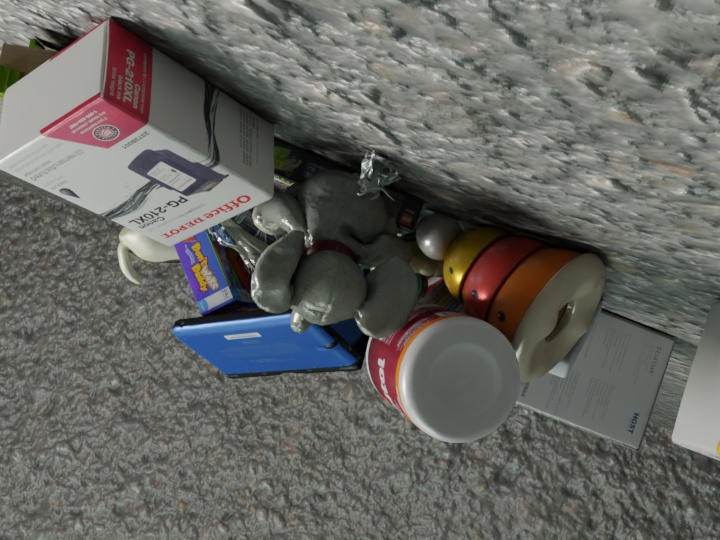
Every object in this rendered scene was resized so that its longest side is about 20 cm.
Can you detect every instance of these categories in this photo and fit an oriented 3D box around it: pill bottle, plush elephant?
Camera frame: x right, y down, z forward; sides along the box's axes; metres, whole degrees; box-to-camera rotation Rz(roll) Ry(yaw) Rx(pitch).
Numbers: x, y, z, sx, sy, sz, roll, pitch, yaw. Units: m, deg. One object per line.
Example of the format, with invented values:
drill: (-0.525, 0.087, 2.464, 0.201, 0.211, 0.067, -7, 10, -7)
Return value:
pill bottle: (0.069, 0.091, 0.857, 0.113, 0.113, 0.200, 22, 179, -12)
plush elephant: (-0.029, -0.006, 0.837, 0.164, 0.155, 0.200, 23, 157, -10)

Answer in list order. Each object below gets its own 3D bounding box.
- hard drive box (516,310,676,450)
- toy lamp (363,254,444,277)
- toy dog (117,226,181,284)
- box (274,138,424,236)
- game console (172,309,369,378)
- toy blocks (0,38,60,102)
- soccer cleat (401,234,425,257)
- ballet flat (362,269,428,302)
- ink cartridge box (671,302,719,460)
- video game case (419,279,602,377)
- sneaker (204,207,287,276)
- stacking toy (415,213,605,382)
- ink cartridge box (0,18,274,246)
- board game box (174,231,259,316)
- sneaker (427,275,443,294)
hard drive box: (0.289, 0.128, 1.160, 0.199, 0.157, 0.077, 22, 174, 0)
toy lamp: (0.105, 0.000, 0.998, 0.199, 0.059, 0.058, 6, 178, -15)
toy dog: (-0.234, -0.048, 1.278, 0.199, 0.195, 0.139, 30, 158, -22)
box: (-0.039, -0.089, 0.943, 0.199, 0.035, 0.110, 22, 174, -10)
game console: (-0.083, 0.056, 1.015, 0.199, 0.119, 0.171, -9, 142, 33)
toy blocks: (-0.262, -0.163, 0.868, 0.136, 0.100, 0.200, 9, 173, 3)
soccer cleat: (0.001, -0.037, 1.114, 0.199, 0.065, 0.084, 21, 176, 11)
ballet flat: (0.000, 0.000, 1.082, 0.199, 0.068, 0.075, 16, 171, 23)
ink cartridge box: (0.402, 0.120, 0.762, 0.147, 0.145, 0.200, 21, 175, -10)
video game case: (0.177, 0.048, 1.027, 0.181, 0.024, 0.200, 19, -155, 19)
sneaker: (-0.123, -0.060, 0.971, 0.200, 0.085, 0.077, 47, 161, -13)
stacking toy: (0.134, 0.006, 0.897, 0.200, 0.146, 0.146, 36, -178, 30)
ink cartridge box: (-0.193, -0.111, 0.780, 0.144, 0.085, 0.200, -21, 149, 31)
board game box: (-0.161, -0.009, 1.093, 0.045, 0.135, 0.200, -26, 170, 12)
sneaker: (0.092, 0.025, 1.304, 0.199, 0.079, 0.116, 22, 173, 3)
